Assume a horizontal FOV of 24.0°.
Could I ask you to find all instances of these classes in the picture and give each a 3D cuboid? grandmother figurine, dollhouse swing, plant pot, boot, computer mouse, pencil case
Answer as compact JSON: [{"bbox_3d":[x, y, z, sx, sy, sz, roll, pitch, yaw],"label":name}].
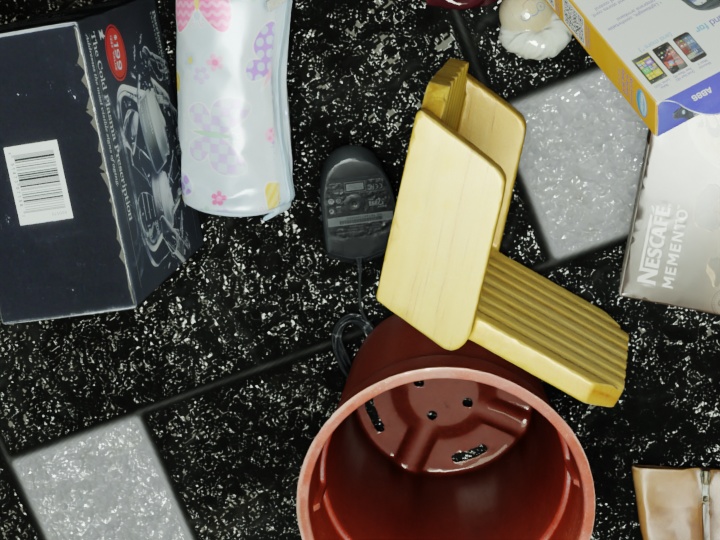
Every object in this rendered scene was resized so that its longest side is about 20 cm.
[{"bbox_3d":[0.080,-0.234,1.197,0.121,0.061,0.201,-35,95,12],"label":"grandmother figurine"},{"bbox_3d":[0.118,-0.030,1.169,0.174,0.200,0.183,15,106,7],"label":"dollhouse swing"},{"bbox_3d":[0.059,0.124,1.213,0.199,0.195,0.202,1,110,2],"label":"plant pot"},{"bbox_3d":[0.218,0.248,1.273,0.187,0.068,0.202,-3,92,9],"label":"boot"},{"bbox_3d":[0.000,0.000,1.292,0.058,0.034,0.202,-5,109,-4],"label":"computer mouse"},{"bbox_3d":[-0.088,-0.140,1.240,0.090,0.083,0.202,5,106,10],"label":"pencil case"}]

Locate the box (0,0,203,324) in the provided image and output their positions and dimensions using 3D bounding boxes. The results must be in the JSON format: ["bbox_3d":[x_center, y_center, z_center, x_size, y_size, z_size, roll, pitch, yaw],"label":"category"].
[{"bbox_3d":[-0.201,-0.086,1.223,0.103,0.182,0.202,-7,104,11],"label":"box"}]

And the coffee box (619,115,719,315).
[{"bbox_3d":[0.255,-0.074,1.196,0.112,0.080,0.202,11,106,7],"label":"coffee box"}]

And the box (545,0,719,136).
[{"bbox_3d":[0.204,-0.175,1.122,0.118,0.042,0.201,-27,59,-9],"label":"box"}]
